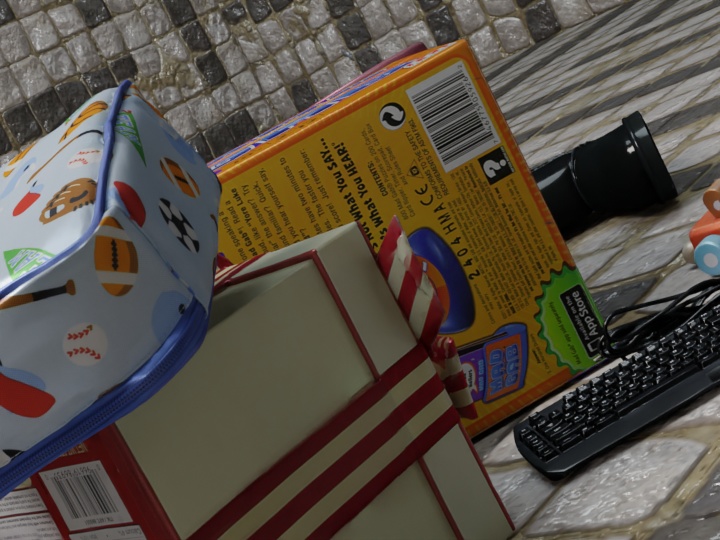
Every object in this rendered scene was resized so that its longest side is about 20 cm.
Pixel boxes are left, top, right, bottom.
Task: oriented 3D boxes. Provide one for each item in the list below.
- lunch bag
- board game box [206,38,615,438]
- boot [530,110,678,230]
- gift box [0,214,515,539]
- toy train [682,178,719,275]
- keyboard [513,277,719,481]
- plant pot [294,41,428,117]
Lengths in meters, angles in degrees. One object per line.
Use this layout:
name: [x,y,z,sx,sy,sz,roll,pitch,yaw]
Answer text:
lunch bag: [-0.133,0.012,0.563,0.160,0.076,0.200,-36,20,12]
board game box: [0.000,0.000,0.881,0.199,0.201,0.200,-29,9,-8]
boot: [0.161,-0.060,1.146,0.161,0.074,0.198,-25,2,8]
gift box: [-0.057,0.079,0.646,0.184,0.201,0.186,-11,17,45]
toy train: [0.284,-0.072,0.896,0.150,0.056,0.200,-18,14,47]
keyboard: [0.160,0.034,0.733,0.199,0.040,0.104,-29,10,-7]
plant pot: [0.019,-0.076,1.276,0.199,0.180,0.200,-33,4,2]
